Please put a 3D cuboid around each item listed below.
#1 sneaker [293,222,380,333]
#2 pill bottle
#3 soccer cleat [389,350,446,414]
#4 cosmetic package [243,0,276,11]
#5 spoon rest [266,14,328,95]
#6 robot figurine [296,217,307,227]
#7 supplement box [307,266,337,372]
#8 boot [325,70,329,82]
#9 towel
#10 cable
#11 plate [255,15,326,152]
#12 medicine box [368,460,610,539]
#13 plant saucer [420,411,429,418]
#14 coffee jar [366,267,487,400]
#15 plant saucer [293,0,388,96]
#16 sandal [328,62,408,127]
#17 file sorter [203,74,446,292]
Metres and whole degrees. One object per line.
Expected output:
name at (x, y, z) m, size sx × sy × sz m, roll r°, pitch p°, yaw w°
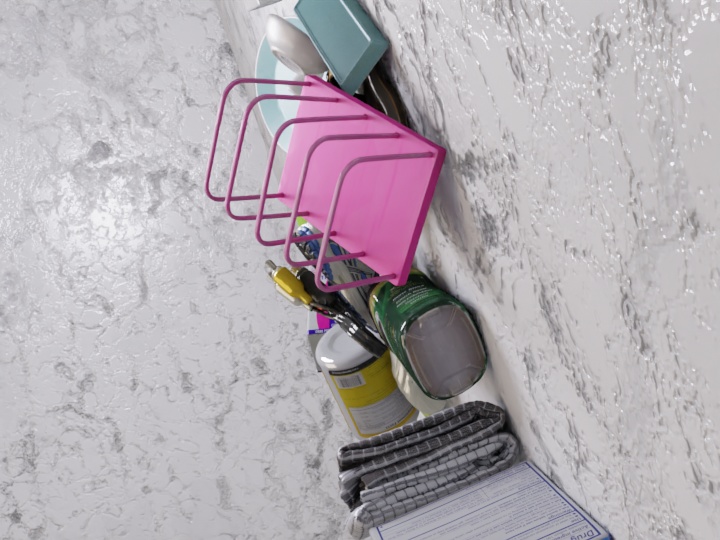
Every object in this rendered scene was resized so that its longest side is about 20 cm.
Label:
sneaker at (0.000, 0.000, 1.129) m, size 0.077 × 0.085 × 0.201 m, roll 40°, pitch 168°, yaw 47°
pill bottle at (0.020, 0.173, 1.303) m, size 0.202 × 0.111 × 0.112 m, roll 66°, pitch 175°, yaw -27°
soccer cleat at (0.069, 0.095, 1.209) m, size 0.078 × 0.068 × 0.203 m, roll 155°, pitch 98°, yaw -80°
cosmetic package at (-0.130, -0.422, 1.255) m, size 0.200 × 0.084 × 0.109 m, roll -132°, pitch 23°, yaw -71°
spoon rest at (-0.072, -0.274, 1.163) m, size 0.099 × 0.061 × 0.200 m, roll 34°, pitch 175°, yaw 3°
robot figurine at (-0.028, -0.074, 1.247) m, size 0.176 × 0.114 × 0.202 m, roll -101°, pitch -8°, yaw -57°
supplement box at (-0.031, 0.052, 1.505) m, size 0.104 × 0.099 × 0.202 m, roll 78°, pitch -173°, yaw -47°
boot at (-0.006, -0.155, 1.088) m, size 0.200 × 0.068 × 0.177 m, roll -152°, pitch 42°, yaw -83°
towel at (0.067, 0.219, 1.008) m, size 0.166 × 0.197 × 0.087 m, roll 91°, pitch 159°, yaw -68°
cable at (-0.039, 0.057, 1.122) m, size 0.200 × 0.050 × 0.097 m, roll 44°, pitch 177°, yaw 31°
plate at (-0.086, -0.264, 1.321) m, size 0.199 × 0.025 × 0.204 m, roll 20°, pitch 118°, yaw 45°
medicine box at (0.120, 0.280, 0.831) m, size 0.200 × 0.179 × 0.105 m, roll -144°, pitch 34°, yaw -79°
plant saucer at (0.068, 0.127, 1.347) m, size 0.202 × 0.031 × 0.200 m, roll 60°, pitch 172°, yaw 14°
coffee jar at (0.069, 0.063, 1.030) m, size 0.106 × 0.084 × 0.200 m, roll 64°, pitch 175°, yaw -16°
plant saucer at (-0.028, -0.262, 0.983) m, size 0.019 × 0.070 × 0.201 m, roll 22°, pitch -153°, yaw -37°
sandal at (-0.003, -0.200, 0.995) m, size 0.082 × 0.054 × 0.202 m, roll 84°, pitch 165°, yaw -63°
file sorter at (-0.045, -0.088, 0.877) m, size 0.199 × 0.124 × 0.141 m, roll 36°, pitch 120°, yaw 37°
